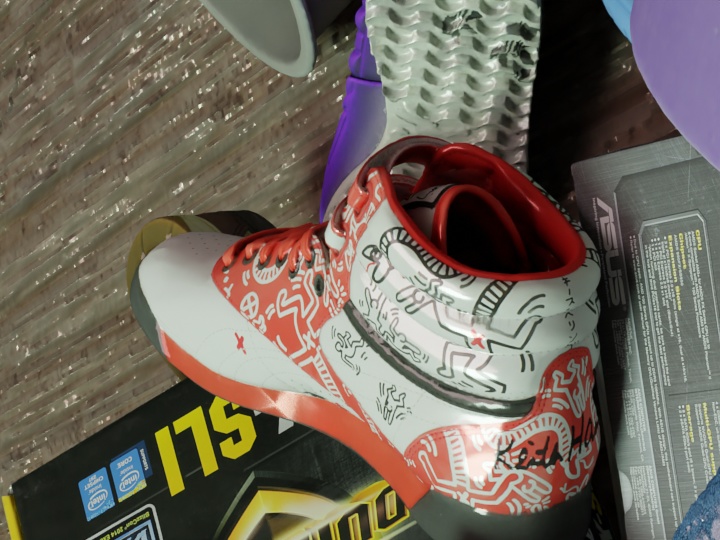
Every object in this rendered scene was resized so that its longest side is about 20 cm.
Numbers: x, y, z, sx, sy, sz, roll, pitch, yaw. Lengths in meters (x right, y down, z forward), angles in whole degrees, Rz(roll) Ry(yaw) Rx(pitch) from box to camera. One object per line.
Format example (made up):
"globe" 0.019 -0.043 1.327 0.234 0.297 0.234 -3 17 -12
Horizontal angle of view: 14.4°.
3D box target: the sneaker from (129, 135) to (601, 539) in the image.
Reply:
"sneaker" 0.001 0.000 0.881 0.201 0.067 0.109 33 131 43

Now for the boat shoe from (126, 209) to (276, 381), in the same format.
"boat shoe" -0.007 0.053 1.052 0.201 0.065 0.073 54 139 13

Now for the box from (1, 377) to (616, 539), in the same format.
"box" -0.016 0.100 0.956 0.199 0.049 0.160 -31 54 18

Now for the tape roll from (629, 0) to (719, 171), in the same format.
"tape roll" 0.162 -0.065 0.600 0.200 0.199 0.085 50 135 45

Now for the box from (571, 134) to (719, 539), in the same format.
"box" 0.133 0.054 0.783 0.158 0.048 0.202 -13 85 58

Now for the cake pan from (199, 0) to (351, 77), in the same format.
"cake pan" -0.064 -0.164 1.052 0.201 0.037 0.200 52 170 13

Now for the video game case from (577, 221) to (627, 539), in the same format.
"video game case" 0.134 0.038 0.848 0.200 0.018 0.144 -19 79 60

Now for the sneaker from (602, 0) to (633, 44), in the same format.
"sneaker" 0.092 -0.129 0.861 0.083 0.071 0.200 -52 44 20

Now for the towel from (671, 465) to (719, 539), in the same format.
"towel" 0.141 0.135 0.692 0.200 0.048 0.112 46 125 34

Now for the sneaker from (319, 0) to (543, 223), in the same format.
"sneaker" 0.029 -0.076 0.974 0.201 0.069 0.100 103 173 -52
